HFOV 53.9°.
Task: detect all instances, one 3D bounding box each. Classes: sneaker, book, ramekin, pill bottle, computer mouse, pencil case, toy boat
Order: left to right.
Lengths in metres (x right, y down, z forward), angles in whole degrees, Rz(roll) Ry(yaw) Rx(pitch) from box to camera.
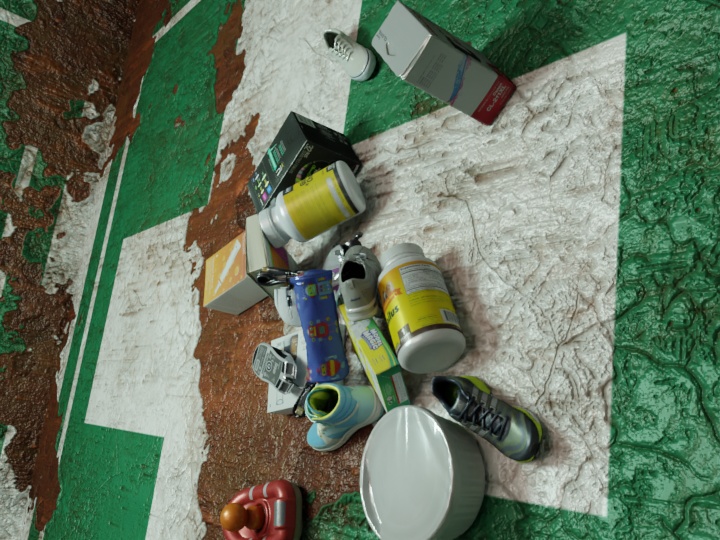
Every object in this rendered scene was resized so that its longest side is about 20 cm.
[{"bbox_3d":[-0.207,0.469,1.341,0.199,0.130,0.132,-29,54,44],"label":"toy boat"},{"bbox_3d":[-0.172,-0.007,1.450,0.048,0.200,0.135,-18,55,11],"label":"book"},{"bbox_3d":[-0.142,0.196,1.362,0.199,0.044,0.111,29,104,47],"label":"computer mouse"},{"bbox_3d":[-0.130,0.062,1.368,0.108,0.201,0.044,5,57,13],"label":"computer mouse"},{"bbox_3d":[-0.097,-0.124,1.397,0.199,0.112,0.113,-27,50,10],"label":"pill bottle"},{"bbox_3d":[-0.071,0.098,1.238,0.087,0.077,0.202,-121,22,-86],"label":"pencil case"},{"bbox_3d":[-0.065,0.253,1.241,0.200,0.130,0.080,-44,47,34],"label":"sneaker"},{"bbox_3d":[-0.033,-0.474,1.552,0.073,0.070,0.200,-59,38,17],"label":"sneaker"},{"bbox_3d":[-0.015,-0.002,1.327,0.200,0.077,0.141,28,100,54],"label":"sneaker"},{"bbox_3d":[0.000,0.000,1.203,0.074,0.083,0.201,-14,28,4],"label":"sneaker"},{"bbox_3d":[0.090,0.055,1.135,0.109,0.109,0.201,-45,44,33],"label":"pill bottle"},{"bbox_3d":[0.094,0.304,1.039,0.202,0.094,0.205,-24,58,46],"label":"ramekin"},{"bbox_3d":[0.169,0.204,0.990,0.199,0.080,0.075,26,97,54],"label":"sneaker"}]

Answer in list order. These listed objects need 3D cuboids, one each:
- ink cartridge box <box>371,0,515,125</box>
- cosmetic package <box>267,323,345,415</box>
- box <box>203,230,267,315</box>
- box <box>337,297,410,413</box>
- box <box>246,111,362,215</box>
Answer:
[{"bbox_3d":[0.136,-0.338,1.160,0.083,0.199,0.146,-53,40,24],"label":"ink cartridge box"},{"bbox_3d":[-0.109,0.196,1.395,0.199,0.051,0.152,-24,61,47],"label":"cosmetic package"},{"bbox_3d":[-0.277,0.007,1.656,0.199,0.097,0.126,-30,53,43],"label":"box"},{"bbox_3d":[0.018,0.135,1.197,0.048,0.118,0.200,-24,43,-9],"label":"box"},{"bbox_3d":[-0.122,-0.201,1.492,0.201,0.148,0.125,-54,40,25],"label":"box"}]
